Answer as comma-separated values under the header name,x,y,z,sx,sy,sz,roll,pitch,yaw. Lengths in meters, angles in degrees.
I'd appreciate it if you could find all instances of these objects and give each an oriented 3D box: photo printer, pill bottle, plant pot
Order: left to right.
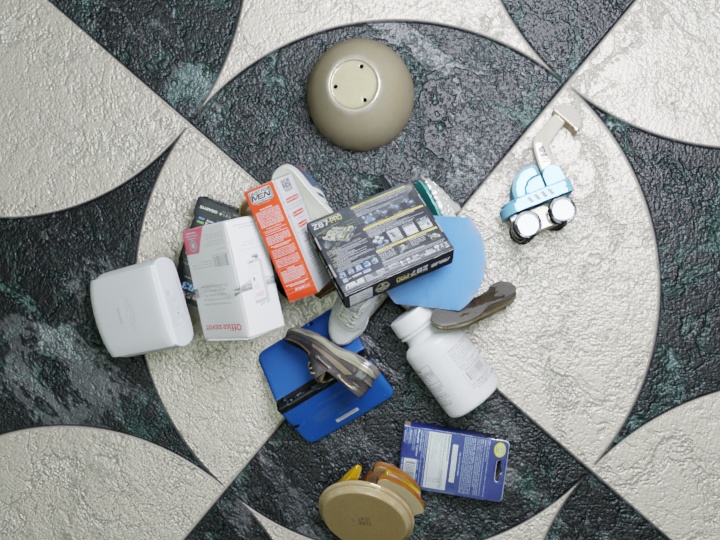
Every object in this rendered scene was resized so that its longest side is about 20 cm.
name,x,y,z,sx,sy,sz,roll,pitch,yaw
photo printer,-0.417,0.074,1.353,0.198,0.069,0.168,-12,95,30
plant pot,-0.006,-0.315,1.276,0.198,0.134,0.203,1,96,5
pill bottle,0.148,0.153,1.311,0.114,0.114,0.201,-37,91,7

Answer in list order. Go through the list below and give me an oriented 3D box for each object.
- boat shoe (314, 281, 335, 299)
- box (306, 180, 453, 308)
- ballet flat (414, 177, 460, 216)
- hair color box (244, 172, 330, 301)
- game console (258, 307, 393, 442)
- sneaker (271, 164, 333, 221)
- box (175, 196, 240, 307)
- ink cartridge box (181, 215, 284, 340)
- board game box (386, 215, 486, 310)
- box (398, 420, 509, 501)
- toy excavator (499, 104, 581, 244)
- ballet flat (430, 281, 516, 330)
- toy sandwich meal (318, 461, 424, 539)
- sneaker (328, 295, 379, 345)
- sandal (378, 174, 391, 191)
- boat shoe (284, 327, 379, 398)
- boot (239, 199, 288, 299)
name,x,y,z,sx,sy,sz,roll,pitch,yaw
boat shoe,0.000,0.000,1.333,0.199,0.072,0.068,-33,93,8
box,0.031,-0.047,1.201,0.199,0.049,0.162,-24,61,-11
ballet flat,0.162,-0.081,1.323,0.071,0.072,0.202,-23,94,7
hair color box,-0.120,-0.059,1.250,0.061,0.102,0.202,-18,99,18
game console,-0.066,0.198,1.383,0.199,0.119,0.171,-31,123,7
sneaker,-0.080,-0.110,1.325,0.075,0.085,0.201,-29,97,19
box,-0.239,-0.014,1.366,0.198,0.050,0.200,19,97,3
ink cartridge box,-0.225,0.014,1.271,0.146,0.082,0.202,-6,97,46
board game box,0.127,-0.016,1.270,0.198,0.039,0.160,5,94,25
box,0.173,0.359,1.366,0.198,0.032,0.122,8,96,7
toy excavator,0.323,-0.171,1.284,0.193,0.100,0.202,-22,84,5
ballet flat,0.202,0.071,1.287,0.067,0.199,0.047,35,133,38
toy sandwich meal,0.018,0.440,1.364,0.203,0.070,0.207,7,125,10
sneaker,-0.015,0.056,1.273,0.075,0.100,0.201,35,119,13
sandal,0.097,-0.092,1.319,0.048,0.075,0.201,-30,101,8
boat shoe,-0.062,0.163,1.292,0.199,0.075,0.074,22,77,30
boot,-0.158,-0.039,1.298,0.073,0.075,0.201,-27,93,6
